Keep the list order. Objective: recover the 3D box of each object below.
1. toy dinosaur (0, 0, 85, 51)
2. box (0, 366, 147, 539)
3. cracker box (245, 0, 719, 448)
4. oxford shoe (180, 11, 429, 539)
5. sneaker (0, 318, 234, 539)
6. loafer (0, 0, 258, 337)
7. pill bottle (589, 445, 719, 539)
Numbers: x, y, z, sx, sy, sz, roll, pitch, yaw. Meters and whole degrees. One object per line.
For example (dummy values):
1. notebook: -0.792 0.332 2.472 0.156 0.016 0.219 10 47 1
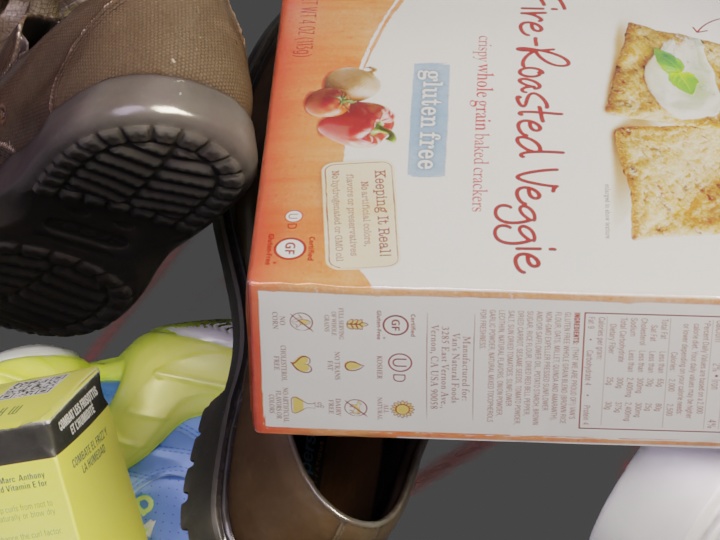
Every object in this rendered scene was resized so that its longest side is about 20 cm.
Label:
1. toy dinosaur: -0.099 -0.072 0.939 0.200 0.101 0.058 -43 46 14
2. box: -0.090 0.134 0.884 0.075 0.050 0.201 -11 102 20
3. cracker box: 0.073 -0.018 0.800 0.199 0.058 0.134 2 41 2
4. oxford shoe: 0.000 0.000 0.880 0.084 0.072 0.201 -36 46 51
5. sneaker: -0.112 0.077 0.931 0.199 0.076 0.106 -10 79 19
6. loafer: -0.082 -0.034 0.856 0.200 0.073 0.071 -26 50 54
7. pill bottle: 0.165 0.108 0.798 0.200 0.114 0.114 39 96 22
